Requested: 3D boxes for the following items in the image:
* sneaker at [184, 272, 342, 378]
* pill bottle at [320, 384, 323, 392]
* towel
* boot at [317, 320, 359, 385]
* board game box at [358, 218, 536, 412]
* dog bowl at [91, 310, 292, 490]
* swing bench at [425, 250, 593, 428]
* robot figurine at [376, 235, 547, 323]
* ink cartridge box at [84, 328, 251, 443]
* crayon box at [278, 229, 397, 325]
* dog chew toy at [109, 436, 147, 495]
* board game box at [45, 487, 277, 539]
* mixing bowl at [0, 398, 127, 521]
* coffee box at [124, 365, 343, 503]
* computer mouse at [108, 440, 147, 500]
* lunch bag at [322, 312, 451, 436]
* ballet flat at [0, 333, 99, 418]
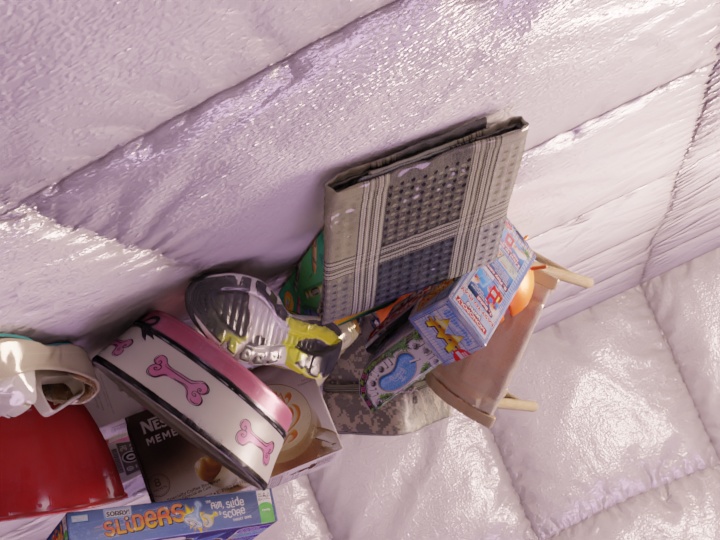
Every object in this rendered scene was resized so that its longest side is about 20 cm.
[{"bbox_3d":[-0.104,0.056,1.115,0.084,0.075,0.199,7,163,40],"label":"sneaker"},{"bbox_3d":[-0.125,0.201,1.704,0.198,0.121,0.120,-26,169,11],"label":"pill bottle"},{"bbox_3d":[0.048,-0.045,1.017,0.190,0.035,0.201,-20,148,-18],"label":"towel"},{"bbox_3d":[-0.093,0.140,1.464,0.155,0.072,0.200,-50,-177,-42],"label":"boot"},{"bbox_3d":[0.076,0.048,1.180,0.199,0.062,0.200,-38,-174,18],"label":"board game box"},{"bbox_3d":[-0.148,0.115,1.093,0.074,0.199,0.200,-54,176,-15],"label":"dog bowl"},{"bbox_3d":[0.182,0.073,1.508,0.199,0.129,0.201,2,115,-65],"label":"swing bench"},{"bbox_3d":[0.114,0.019,1.358,0.198,0.118,0.144,-25,165,3],"label":"robot figurine"},{"bbox_3d":[-0.223,0.124,1.267,0.198,0.068,0.117,-19,168,-17],"label":"ink cartridge box"},{"bbox_3d":[0.000,0.000,1.177,0.118,0.059,0.200,-20,169,-22],"label":"crayon box"},{"bbox_3d":[-0.223,0.177,1.397,0.199,0.125,0.124,-33,168,8],"label":"dog chew toy"},{"bbox_3d":[-0.194,0.252,1.121,0.198,0.035,0.135,-1,155,-29],"label":"board game box"},{"bbox_3d":[-0.321,0.169,1.095,0.197,0.110,0.200,-7,175,-1],"label":"mixing bowl"},{"bbox_3d":[-0.132,0.177,1.228,0.198,0.116,0.080,-19,164,-15],"label":"coffee box"},{"bbox_3d":[-0.216,0.209,1.291,0.197,0.110,0.044,-14,123,-16],"label":"computer mouse"},{"bbox_3d":[0.037,0.126,1.588,0.138,0.170,0.199,-4,180,26],"label":"lunch bag"},{"bbox_3d":[-0.281,0.091,0.990,0.069,0.070,0.200,-26,169,14],"label":"ballet flat"}]
